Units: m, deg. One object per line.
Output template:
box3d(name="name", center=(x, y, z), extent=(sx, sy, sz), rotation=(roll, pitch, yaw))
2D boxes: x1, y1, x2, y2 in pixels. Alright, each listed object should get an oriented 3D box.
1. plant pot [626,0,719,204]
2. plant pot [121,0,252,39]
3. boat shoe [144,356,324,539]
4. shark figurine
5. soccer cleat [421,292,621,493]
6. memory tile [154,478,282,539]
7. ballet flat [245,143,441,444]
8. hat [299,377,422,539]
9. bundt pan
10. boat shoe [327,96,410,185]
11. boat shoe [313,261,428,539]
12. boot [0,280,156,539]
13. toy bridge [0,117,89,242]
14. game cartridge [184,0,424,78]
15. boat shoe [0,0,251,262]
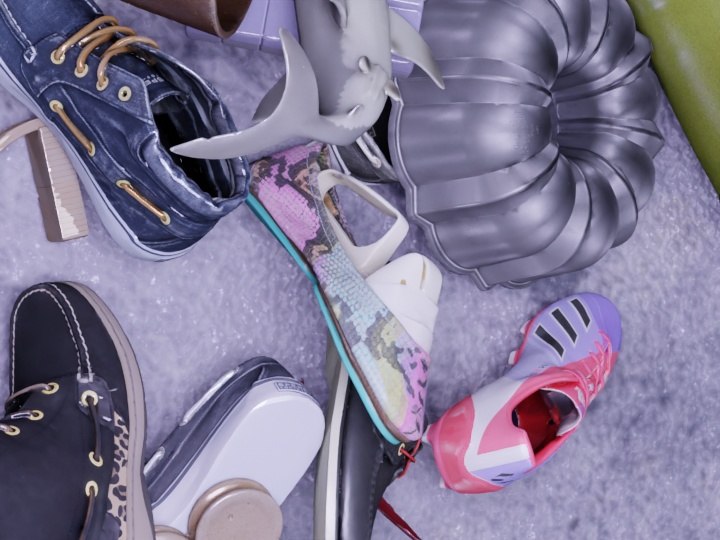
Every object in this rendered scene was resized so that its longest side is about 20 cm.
box3d(name="plant pot", center=(0.258, -0.141, 1.262), extent=(0.200, 0.200, 0.193), rotation=(-44, 100, -20))
box3d(name="plant pot", center=(-0.143, -0.225, 1.019), extent=(0.199, 0.187, 0.187), rotation=(12, 87, 5))
box3d(name="boat shoe", center=(-0.100, 0.132, 1.135), extent=(0.072, 0.068, 0.200), rotation=(32, 97, -33))
box3d(name="shark figurine", center=(-0.027, -0.092, 1.038), extent=(0.128, 0.089, 0.215), rotation=(51, 27, -27))
box3d(name="soccer cleat", center=(0.114, 0.070, 1.218), extent=(0.200, 0.076, 0.067), rotation=(-35, 110, -47))
box3d(name="memory tile", center=(-0.086, 0.217, 1.131), extent=(0.153, 0.017, 0.200), rotation=(-28, 122, -12))
box3d(name="ballet flat", center=(0.000, 0.000, 1.117), extent=(0.071, 0.200, 0.069), rotation=(-33, 144, 2))
box3d(name="hat", center=(0.035, 0.189, 1.145), extent=(0.166, 0.200, 0.176), rotation=(-55, 129, -27))
box3d(name="bundt pan", center=(0.107, -0.088, 1.197), extent=(0.202, 0.076, 0.203), rotation=(2, 88, -49))
box3d(name="boat shoe", center=(-0.010, -0.143, 1.168), extent=(0.071, 0.064, 0.200), rotation=(-29, 106, -25))
box3d(name="boat shoe", center=(0.007, 0.083, 1.150), extent=(0.063, 0.074, 0.202), rotation=(10, 60, -5))
box3d(name="boot", center=(-0.181, 0.084, 1.026), extent=(0.150, 0.073, 0.200), rotation=(16, 55, -45))
box3d(name="toy bridge", center=(-0.163, -0.049, 1.109), extent=(0.200, 0.027, 0.067), rotation=(-14, 97, -28))
box3d(name="game cartridge", center=(-0.019, -0.212, 1.127), extent=(0.129, 0.038, 0.201), rotation=(11, 77, -8))
box3d(name="boat shoe", center=(-0.129, -0.103, 1.067), extent=(0.071, 0.091, 0.200), rotation=(-38, 95, -35))
